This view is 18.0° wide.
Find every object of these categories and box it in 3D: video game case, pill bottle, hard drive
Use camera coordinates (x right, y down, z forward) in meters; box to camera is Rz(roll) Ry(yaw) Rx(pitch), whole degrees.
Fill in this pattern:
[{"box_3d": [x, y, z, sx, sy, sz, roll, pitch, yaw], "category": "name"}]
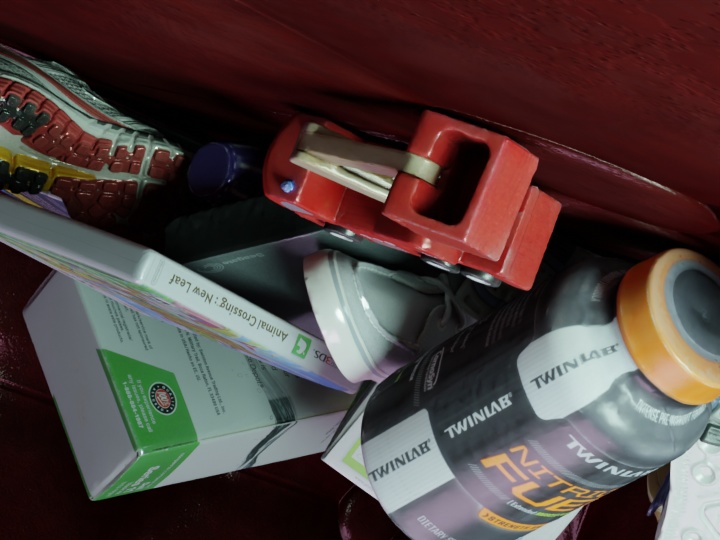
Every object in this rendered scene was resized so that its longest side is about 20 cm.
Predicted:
[{"box_3d": [-0.120, 0.007, 1.253, 0.200, 0.022, 0.182, 18, 172, 44], "category": "video game case"}, {"box_3d": [0.098, 0.061, 1.108, 0.106, 0.107, 0.200, 23, 142, -30], "category": "pill bottle"}, {"box_3d": [0.000, 0.000, 1.273, 0.139, 0.033, 0.200, -13, 157, 24], "category": "hard drive"}]

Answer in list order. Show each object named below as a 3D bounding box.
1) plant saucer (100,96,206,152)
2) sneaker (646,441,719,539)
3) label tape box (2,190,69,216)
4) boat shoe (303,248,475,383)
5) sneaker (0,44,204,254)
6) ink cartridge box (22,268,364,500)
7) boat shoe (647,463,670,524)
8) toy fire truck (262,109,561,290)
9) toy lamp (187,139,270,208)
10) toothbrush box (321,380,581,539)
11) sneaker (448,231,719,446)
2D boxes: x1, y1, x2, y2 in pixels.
[{"box_3d": [-0.101, -0.053, 1.390, 0.200, 0.070, 0.019, 24, 136, -30], "category": "plant saucer"}, {"box_3d": [0.228, 0.085, 1.308, 0.080, 0.201, 0.147, 22, -144, 10], "category": "sneaker"}, {"box_3d": [-0.190, -0.067, 1.594, 0.199, 0.066, 0.143, 22, 175, 14], "category": "label tape box"}, {"box_3d": [0.030, 0.030, 1.219, 0.068, 0.072, 0.200, -22, 152, 14], "category": "boat shoe"}, {"box_3d": [-0.155, -0.076, 1.286, 0.200, 0.078, 0.082, 30, -153, -34], "category": "sneaker"}, {"box_3d": [-0.102, 0.057, 1.508, 0.199, 0.147, 0.083, -8, 156, -36], "category": "ink cartridge box"}, {"box_3d": [0.241, 0.139, 1.536, 0.073, 0.069, 0.200, 6, -159, 21], "category": "boat shoe"}, {"box_3d": [0.016, -0.039, 1.031, 0.200, 0.049, 0.141, 19, 175, 40], "category": "toy fire truck"}, {"box_3d": [-0.023, -0.029, 1.318, 0.058, 0.058, 0.200, 17, 176, 40], "category": "toy lamp"}, {"box_3d": [0.076, 0.093, 1.455, 0.145, 0.086, 0.200, 36, -158, -2], "category": "toothbrush box"}, {"box_3d": [0.144, 0.028, 1.204, 0.200, 0.075, 0.087, 30, -175, 7], "category": "sneaker"}]
